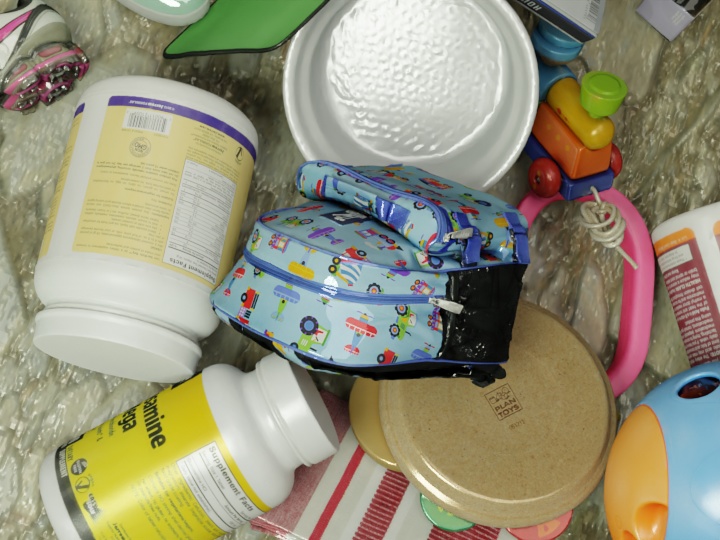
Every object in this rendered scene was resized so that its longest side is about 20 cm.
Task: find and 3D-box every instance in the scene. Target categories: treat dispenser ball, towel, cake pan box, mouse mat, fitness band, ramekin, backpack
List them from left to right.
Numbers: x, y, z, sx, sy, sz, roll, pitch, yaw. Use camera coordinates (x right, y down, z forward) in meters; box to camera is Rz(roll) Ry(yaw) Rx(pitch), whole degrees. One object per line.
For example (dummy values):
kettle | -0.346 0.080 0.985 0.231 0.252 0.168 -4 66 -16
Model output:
mouse mat | -0.063 -0.222 1.175 0.161 0.199 0.008 -47 119 -20
backpack | 0.000 0.000 1.065 0.199 0.182 0.136 0 109 -43
towel | 0.029 0.184 1.137 0.199 0.023 0.144 26 45 6
ramekin | 0.042 -0.153 1.190 0.199 0.098 0.202 1 108 4
fitness band | 0.180 0.018 1.261 0.143 0.037 0.202 11 75 -13
treat dispenser ball | 0.283 0.169 1.114 0.199 0.201 0.203 4 76 -15
cake pan box | 0.342 -0.311 1.310 0.052 0.184 0.200 39 70 1

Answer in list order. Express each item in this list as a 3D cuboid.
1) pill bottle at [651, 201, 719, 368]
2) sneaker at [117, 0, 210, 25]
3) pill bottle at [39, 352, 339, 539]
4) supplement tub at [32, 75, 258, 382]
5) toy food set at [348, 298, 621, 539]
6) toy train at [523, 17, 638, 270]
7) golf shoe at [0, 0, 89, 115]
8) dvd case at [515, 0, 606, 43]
pill bottle | 0.327 0.045 1.254 0.113 0.114 0.201 -12 81 -18
sneaker | -0.190 -0.291 1.190 0.074 0.118 0.201 -42 91 -22
pill bottle | -0.121 0.138 1.073 0.199 0.112 0.113 -28 85 3
supplement tub | -0.163 -0.029 1.118 0.144 0.145 0.202 14 74 -12
toy food set | 0.106 0.113 1.161 0.198 0.049 0.200 44 64 13
toy train | 0.190 -0.111 1.218 0.084 0.116 0.200 -17 54 -28
golf shoe | -0.315 -0.150 1.149 0.199 0.073 0.092 -30 80 -30
dvd case | 0.124 -0.291 1.171 0.199 0.025 0.151 28 65 -27
